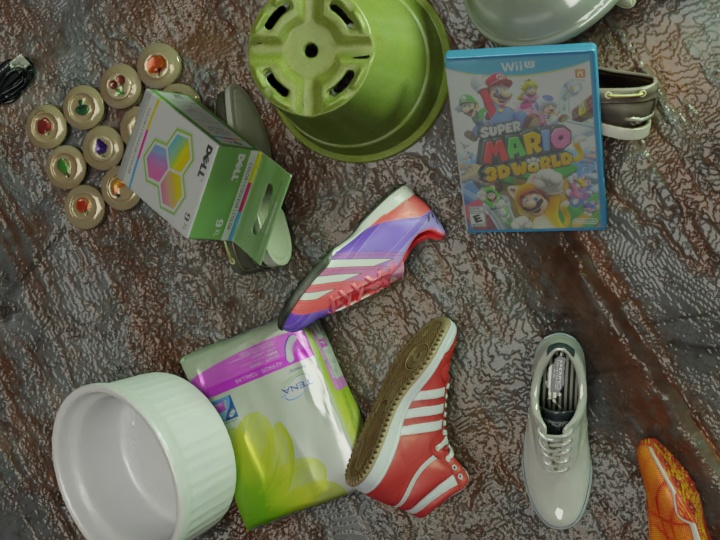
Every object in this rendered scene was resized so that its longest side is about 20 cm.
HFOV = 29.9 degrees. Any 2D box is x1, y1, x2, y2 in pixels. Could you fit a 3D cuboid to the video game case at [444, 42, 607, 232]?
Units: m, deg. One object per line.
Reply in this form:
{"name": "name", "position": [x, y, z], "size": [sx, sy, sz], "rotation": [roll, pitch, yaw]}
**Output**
{"name": "video game case", "position": [0.164, -0.125, 1.319], "size": [0.143, 0.018, 0.200], "rotation": [-1, 125, 15]}

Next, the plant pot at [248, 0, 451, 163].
{"name": "plant pot", "position": [-0.023, -0.207, 1.326], "size": [0.200, 0.190, 0.200], "rotation": [1, 94, 13]}

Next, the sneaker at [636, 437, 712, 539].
{"name": "sneaker", "position": [0.308, 0.264, 1.332], "size": [0.077, 0.073, 0.200], "rotation": [-21, 85, 24]}

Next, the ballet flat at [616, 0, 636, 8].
{"name": "ballet flat", "position": [0.274, -0.293, 1.310], "size": [0.200, 0.072, 0.072], "rotation": [-13, 90, 16]}

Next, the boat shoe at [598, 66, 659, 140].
{"name": "boat shoe", "position": [0.192, -0.183, 1.325], "size": [0.200, 0.072, 0.060], "rotation": [15, 124, 9]}

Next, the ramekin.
{"name": "ramekin", "position": [-0.224, 0.203, 1.415], "size": [0.200, 0.098, 0.201], "rotation": [13, 110, 38]}

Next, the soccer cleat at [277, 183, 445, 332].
{"name": "soccer cleat", "position": [0.000, 0.000, 1.368], "size": [0.073, 0.068, 0.200], "rotation": [44, 75, 6]}

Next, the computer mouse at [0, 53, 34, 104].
{"name": "computer mouse", "position": [-0.469, -0.257, 1.506], "size": [0.138, 0.053, 0.200], "rotation": [-36, 84, 14]}

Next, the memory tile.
{"name": "memory tile", "position": [-0.262, -0.146, 1.479], "size": [0.200, 0.017, 0.153], "rotation": [-26, 87, 14]}

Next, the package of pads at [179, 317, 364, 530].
{"name": "package of pads", "position": [-0.081, 0.155, 1.424], "size": [0.154, 0.068, 0.200], "rotation": [-22, 88, 16]}

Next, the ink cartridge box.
{"name": "ink cartridge box", "position": [-0.161, -0.096, 1.363], "size": [0.200, 0.059, 0.104], "rotation": [39, 116, 40]}

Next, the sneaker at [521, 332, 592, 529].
{"name": "sneaker", "position": [0.194, 0.164, 1.353], "size": [0.073, 0.071, 0.200], "rotation": [-3, 92, 14]}

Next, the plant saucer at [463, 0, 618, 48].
{"name": "plant saucer", "position": [0.174, -0.310, 1.291], "size": [0.200, 0.050, 0.200], "rotation": [-17, 60, 31]}

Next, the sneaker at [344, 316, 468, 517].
{"name": "sneaker", "position": [0.073, 0.155, 1.385], "size": [0.112, 0.071, 0.200], "rotation": [34, 74, -21]}

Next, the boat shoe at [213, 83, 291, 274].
{"name": "boat shoe", "position": [-0.127, -0.095, 1.419], "size": [0.060, 0.072, 0.202], "rotation": [-18, 80, 28]}
